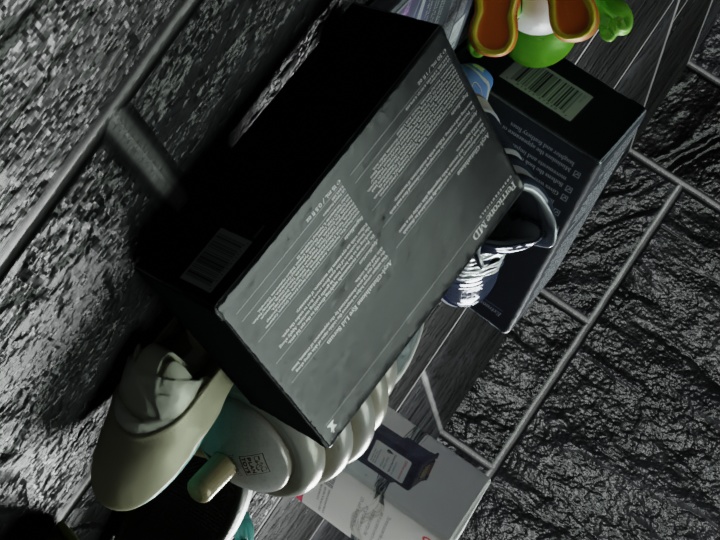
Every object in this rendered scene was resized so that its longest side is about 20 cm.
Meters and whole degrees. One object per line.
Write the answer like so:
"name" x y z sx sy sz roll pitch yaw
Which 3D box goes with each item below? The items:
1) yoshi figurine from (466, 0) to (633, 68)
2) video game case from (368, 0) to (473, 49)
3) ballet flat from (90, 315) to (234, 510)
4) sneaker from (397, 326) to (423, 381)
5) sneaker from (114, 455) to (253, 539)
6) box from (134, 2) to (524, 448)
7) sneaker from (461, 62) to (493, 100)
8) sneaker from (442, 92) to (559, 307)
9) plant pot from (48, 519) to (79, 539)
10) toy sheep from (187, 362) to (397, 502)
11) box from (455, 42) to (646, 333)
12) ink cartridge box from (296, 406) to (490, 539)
"yoshi figurine" 0.131 -0.185 1.076 0.112 0.112 0.200 -50 -176 19
"video game case" 0.023 -0.143 0.962 0.200 0.019 0.143 -48 166 -34
"ballet flat" -0.101 0.046 0.873 0.201 0.069 0.070 -55 170 -20
"sneaker" 0.001 0.079 1.360 0.200 0.083 0.121 -50 177 -25
"sneaker" -0.114 0.186 1.085 0.201 0.084 0.121 -54 167 28
"box" -0.011 -0.026 0.833 0.201 0.078 0.141 -52 135 -17
"sneaker" 0.056 -0.075 1.147 0.077 0.076 0.201 -41 163 -40
"sneaker" 0.089 -0.019 1.067 0.069 0.109 0.201 -19 139 -14
"plant pot" -0.190 0.291 0.887 0.193 0.200 0.201 -40 165 -15
"toy sheep" -0.050 0.079 0.954 0.200 0.137 0.138 -51 169 -36
"box" 0.119 -0.078 1.229 0.107 0.148 0.201 -44 164 -47
"ink cartridge box" 0.016 0.205 1.453 0.084 0.199 0.145 -50 168 -28
